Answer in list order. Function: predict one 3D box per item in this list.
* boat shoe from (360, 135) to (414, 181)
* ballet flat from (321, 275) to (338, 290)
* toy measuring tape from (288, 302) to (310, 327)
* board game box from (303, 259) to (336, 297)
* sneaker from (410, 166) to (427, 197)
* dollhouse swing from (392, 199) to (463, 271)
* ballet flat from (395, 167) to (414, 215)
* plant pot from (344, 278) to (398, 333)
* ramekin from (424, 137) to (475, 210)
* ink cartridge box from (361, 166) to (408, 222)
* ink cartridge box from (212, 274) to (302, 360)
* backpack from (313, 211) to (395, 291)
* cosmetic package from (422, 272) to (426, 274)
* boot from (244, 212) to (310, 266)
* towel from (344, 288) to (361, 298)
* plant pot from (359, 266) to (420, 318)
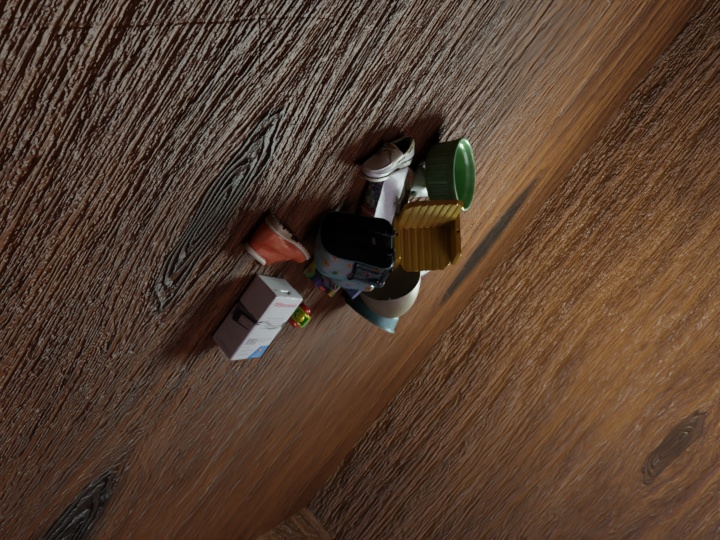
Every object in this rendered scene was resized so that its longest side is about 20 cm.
[{"bbox_3d":[0.068,-0.283,1.511,0.199,0.074,0.070,-38,154,-45],"label":"boat shoe"},{"bbox_3d":[-0.019,-0.010,1.648,0.199,0.071,0.070,-39,156,-27],"label":"ballet flat"},{"bbox_3d":[-0.180,0.125,1.759,0.074,0.074,0.200,-45,-178,-5],"label":"toy measuring tape"},{"bbox_3d":[-0.055,-0.033,1.713,0.201,0.056,0.165,-49,161,-1],"label":"board game box"},{"bbox_3d":[0.187,-0.250,1.834,0.088,0.076,0.198,-41,156,16],"label":"sneaker"},{"bbox_3d":[0.194,-0.093,1.697,0.193,0.189,0.176,-3,180,-8],"label":"dollhouse swing"},{"bbox_3d":[0.108,-0.200,1.727,0.204,0.068,0.066,95,13,-47],"label":"ballet flat"},{"bbox_3d":[0.079,0.066,1.999,0.199,0.198,0.199,-57,159,5],"label":"plant pot"},{"bbox_3d":[0.258,-0.275,1.755,0.198,0.095,0.208,-6,96,-62],"label":"ramekin"},{"bbox_3d":[0.057,-0.189,1.640,0.108,0.050,0.204,-27,144,-45],"label":"ink cartridge box"},{"bbox_3d":[-0.255,0.118,1.521,0.202,0.084,0.144,-52,160,11],"label":"ink cartridge box"},{"bbox_3d":[-0.024,-0.051,1.539,0.154,0.194,0.180,123,-24,-48],"label":"backpack"},{"bbox_3d":[0.225,-0.039,2.271,0.198,0.071,0.103,-26,151,-46],"label":"cosmetic package"},{"bbox_3d":[-0.189,-0.050,1.390,0.107,0.075,0.200,-45,152,2],"label":"boot"},{"bbox_3d":[0.000,0.000,1.771,0.145,0.024,0.200,-47,-160,0],"label":"towel"},{"bbox_3d":[0.090,0.063,1.835,0.199,0.198,0.137,-38,139,-24],"label":"plant pot"}]
